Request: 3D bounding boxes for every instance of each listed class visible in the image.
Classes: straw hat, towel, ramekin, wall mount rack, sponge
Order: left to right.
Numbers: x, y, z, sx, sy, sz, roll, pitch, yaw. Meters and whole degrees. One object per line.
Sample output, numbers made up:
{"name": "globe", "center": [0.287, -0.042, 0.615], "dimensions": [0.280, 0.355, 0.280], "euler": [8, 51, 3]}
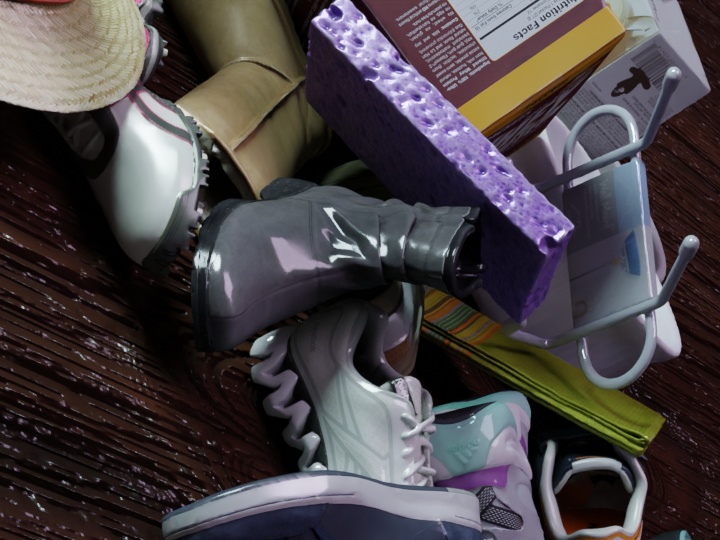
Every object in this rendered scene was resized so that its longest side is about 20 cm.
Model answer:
{"name": "straw hat", "center": [-0.177, -0.181, 1.216], "dimensions": [0.200, 0.085, 0.202], "euler": [26, 36, -20]}
{"name": "sponge", "center": [0.043, -0.064, 1.409], "dimensions": [0.200, 0.030, 0.112], "euler": [46, -18, 15]}
{"name": "towel", "center": [0.106, 0.056, 1.550], "dimensions": [0.199, 0.018, 0.086], "euler": [30, 19, 10]}
{"name": "ramekin", "center": [0.139, -0.006, 1.701], "dimensions": [0.201, 0.097, 0.201], "euler": [55, 15, -22]}
{"name": "wall mount rack", "center": [0.161, -0.034, 1.519], "dimensions": [0.074, 0.173, 0.201], "euler": [19, 58, -41]}

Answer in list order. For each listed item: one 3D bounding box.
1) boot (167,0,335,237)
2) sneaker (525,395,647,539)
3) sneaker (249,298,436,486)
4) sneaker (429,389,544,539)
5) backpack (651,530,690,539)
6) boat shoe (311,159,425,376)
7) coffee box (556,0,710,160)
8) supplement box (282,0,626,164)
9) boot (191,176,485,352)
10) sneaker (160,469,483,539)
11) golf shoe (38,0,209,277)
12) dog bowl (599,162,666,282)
{"name": "boot", "center": [-0.085, -0.113, 1.438], "dimensions": [0.176, 0.066, 0.200], "euler": [53, 22, -8]}
{"name": "sneaker", "center": [0.148, 0.127, 1.553], "dimensions": [0.201, 0.078, 0.080], "euler": [-99, -175, -47]}
{"name": "sneaker", "center": [0.010, 0.108, 1.306], "dimensions": [0.075, 0.081, 0.201], "euler": [14, 48, -63]}
{"name": "sneaker", "center": [0.073, 0.148, 1.416], "dimensions": [0.200, 0.077, 0.141], "euler": [-7, 84, -80]}
{"name": "backpack", "center": [0.197, 0.255, 1.374], "dimensions": [0.200, 0.152, 0.177], "euler": [51, 37, -54]}
{"name": "boat shoe", "center": [0.000, 0.000, 1.467], "dimensions": [0.200, 0.074, 0.069], "euler": [-90, 162, -60]}
{"name": "coffee box", "center": [0.152, -0.139, 1.806], "dimensions": [0.080, 0.199, 0.115], "euler": [41, 26, -37]}
{"name": "supplement box", "center": [0.036, -0.163, 1.534], "dimensions": [0.200, 0.132, 0.197], "euler": [54, -19, 6]}
{"name": "boot", "center": [-0.007, -0.006, 1.286], "dimensions": [0.200, 0.131, 0.070], "euler": [-51, 144, -62]}
{"name": "sneaker", "center": [-0.004, 0.179, 1.175], "dimensions": [0.201, 0.077, 0.147], "euler": [9, 64, -41]}
{"name": "golf shoe", "center": [-0.141, -0.080, 1.280], "dimensions": [0.088, 0.077, 0.201], "euler": [11, 43, -36]}
{"name": "dog bowl", "center": [0.177, -0.052, 1.937], "dimensions": [0.200, 0.058, 0.201], "euler": [47, 23, -27]}
